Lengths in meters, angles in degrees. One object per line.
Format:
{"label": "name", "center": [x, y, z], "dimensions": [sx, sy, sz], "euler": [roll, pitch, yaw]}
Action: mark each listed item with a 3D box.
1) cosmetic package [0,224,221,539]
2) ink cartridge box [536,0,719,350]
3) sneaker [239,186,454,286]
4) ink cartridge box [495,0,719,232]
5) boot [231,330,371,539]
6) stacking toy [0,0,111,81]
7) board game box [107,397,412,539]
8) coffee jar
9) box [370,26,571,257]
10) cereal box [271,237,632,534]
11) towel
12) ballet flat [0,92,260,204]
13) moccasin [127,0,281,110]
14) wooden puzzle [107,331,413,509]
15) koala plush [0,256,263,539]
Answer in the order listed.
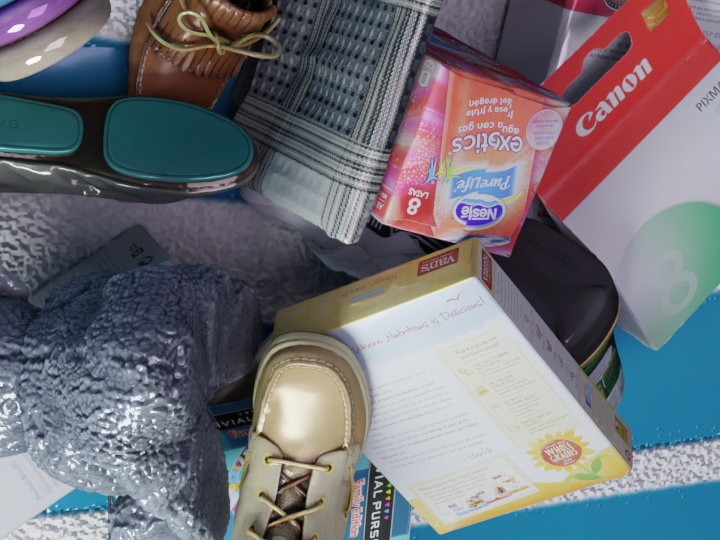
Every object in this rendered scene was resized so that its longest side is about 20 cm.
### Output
{"label": "cosmetic package", "center": [-0.189, 0.073, 1.207], "dimensions": [0.200, 0.071, 0.102], "euler": [-34, 120, -8]}
{"label": "ink cartridge box", "center": [0.194, -0.070, 1.218], "dimensions": [0.161, 0.050, 0.200], "euler": [-45, 131, -11]}
{"label": "sneaker", "center": [0.000, 0.000, 1.256], "dimensions": [0.200, 0.075, 0.115], "euler": [14, 101, -30]}
{"label": "ink cartridge box", "center": [0.167, -0.119, 1.276], "dimensions": [0.145, 0.084, 0.200], "euler": [6, 107, -25]}
{"label": "boot", "center": [-0.044, 0.151, 1.105], "dimensions": [0.073, 0.156, 0.200], "euler": [12, 129, 1]}
{"label": "stacking toy", "center": [-0.227, -0.211, 1.085], "dimensions": [0.085, 0.085, 0.200], "euler": [-33, 112, -8]}
{"label": "board game box", "center": [-0.064, 0.154, 1.241], "dimensions": [0.200, 0.047, 0.151], "euler": [-10, 126, -22]}
{"label": "coffee jar", "center": [0.119, 0.043, 1.254], "dimensions": [0.085, 0.104, 0.200], "euler": [-51, 159, -13]}
{"label": "box", "center": [0.027, -0.094, 1.160], "dimensions": [0.095, 0.200, 0.103], "euler": [14, 105, -29]}
{"label": "cereal box", "center": [0.058, 0.075, 1.158], "dimensions": [0.144, 0.040, 0.200], "euler": [-20, 129, 25]}
{"label": "towel", "center": [-0.021, -0.131, 1.128], "dimensions": [0.034, 0.200, 0.193], "euler": [14, 100, -28]}
{"label": "ballet flat", "center": [-0.161, -0.071, 1.148], "dimensions": [0.200, 0.067, 0.064], "euler": [6, 150, -4]}
{"label": "moccasin", "center": [-0.082, -0.165, 1.155], "dimensions": [0.074, 0.078, 0.202], "euler": [26, 102, -28]}
{"label": "wooden puzzle", "center": [-0.045, 0.135, 1.299], "dimensions": [0.185, 0.037, 0.200], "euler": [-45, 126, 12]}
{"label": "koala plush", "center": [-0.176, 0.061, 1.083], "dimensions": [0.200, 0.184, 0.178], "euler": [7, 76, 10]}
